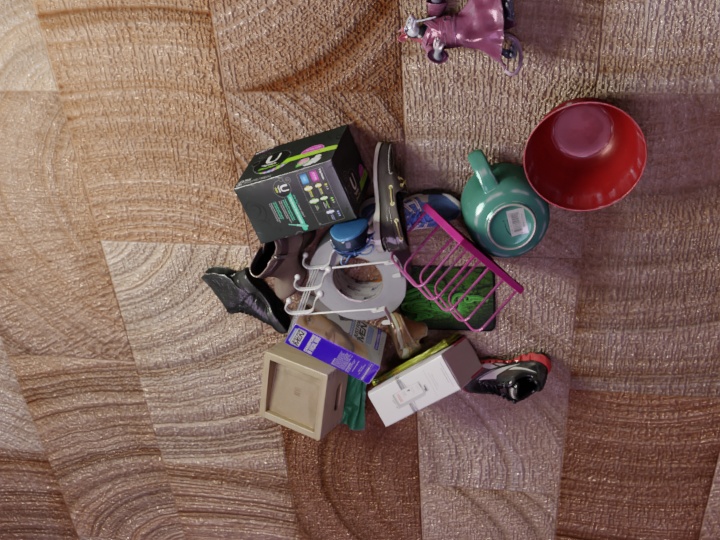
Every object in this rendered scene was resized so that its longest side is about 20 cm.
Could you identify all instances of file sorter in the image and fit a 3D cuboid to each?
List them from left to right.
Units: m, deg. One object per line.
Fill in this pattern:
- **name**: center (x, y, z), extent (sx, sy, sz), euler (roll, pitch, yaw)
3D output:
- **file sorter**: center (0.170, 0.002, 1.583), extent (0.126, 0.139, 0.199), euler (-49, 129, 8)

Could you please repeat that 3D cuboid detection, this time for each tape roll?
- **tape roll**: center (0.000, 0.000, 1.719), extent (0.197, 0.066, 0.202), euler (7, 126, 9)

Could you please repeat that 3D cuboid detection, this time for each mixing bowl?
- **mixing bowl**: center (0.376, -0.213, 1.466), extent (0.197, 0.109, 0.202), euler (6, 125, 8)

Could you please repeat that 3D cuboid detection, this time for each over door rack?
- **over door rack**: center (-0.030, 0.021, 1.611), extent (0.197, 0.149, 0.067), euler (4, 131, 12)

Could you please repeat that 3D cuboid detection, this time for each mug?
- **mug**: center (0.246, -0.107, 1.542), extent (0.183, 0.115, 0.153), euler (24, 114, -14)

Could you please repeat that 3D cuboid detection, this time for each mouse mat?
- **mouse mat**: center (0.175, 0.058, 1.765), extent (0.197, 0.008, 0.163), euler (1, 125, 12)

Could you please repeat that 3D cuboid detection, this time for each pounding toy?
- **pounding toy**: center (-0.125, 0.258, 1.884), extent (0.182, 0.142, 0.202), euler (18, 114, 24)

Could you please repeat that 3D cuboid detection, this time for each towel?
- **towel**: center (0.115, 0.183, 1.820), extent (0.199, 0.086, 0.018), euler (-32, 87, 27)

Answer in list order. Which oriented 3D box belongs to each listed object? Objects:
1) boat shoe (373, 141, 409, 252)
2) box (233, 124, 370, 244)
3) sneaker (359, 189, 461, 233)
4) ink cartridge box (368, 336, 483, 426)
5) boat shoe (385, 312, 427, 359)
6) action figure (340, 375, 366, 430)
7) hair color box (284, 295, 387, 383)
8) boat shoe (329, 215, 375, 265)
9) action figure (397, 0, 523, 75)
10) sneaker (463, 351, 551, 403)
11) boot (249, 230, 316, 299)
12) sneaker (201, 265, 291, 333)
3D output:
- **boat shoe**: center (0.057, -0.133, 1.560), extent (0.060, 0.072, 0.204), euler (-3, 80, 16)
- **box**: center (-0.102, -0.156, 1.580), extent (0.198, 0.149, 0.125), euler (-14, 119, 20)
- **sneaker**: center (0.093, -0.099, 1.625), extent (0.197, 0.077, 0.076), euler (-7, 122, 12)
- **ink cartridge box**: center (0.135, 0.229, 1.798), extent (0.199, 0.146, 0.083), euler (-32, 86, 29)
- **boat shoe**: center (0.098, 0.122, 1.753), extent (0.075, 0.072, 0.200), euler (-18, 162, 3)
- **action figure**: center (-0.024, 0.250, 1.913), extent (0.117, 0.055, 0.202), euler (15, 120, 3)
- **hair color box**: center (-0.049, 0.139, 1.805), extent (0.198, 0.110, 0.065), euler (26, 126, -8)
- **boat shoe**: center (-0.011, -0.055, 1.543), extent (0.083, 0.200, 0.070), euler (-12, 103, 5)
- **action figure**: center (0.156, -0.395, 1.412), extent (0.198, 0.136, 0.149), euler (1, 169, 26)
- **sneaker**: center (0.297, 0.230, 1.805), extent (0.198, 0.098, 0.071), euler (-13, 124, 21)
- **boot**: center (-0.162, -0.011, 1.693), extent (0.070, 0.146, 0.202), euler (35, 120, 21)
- **sneaker**: center (-0.238, 0.065, 1.825), extent (0.103, 0.060, 0.201), euler (-26, 111, 25)
